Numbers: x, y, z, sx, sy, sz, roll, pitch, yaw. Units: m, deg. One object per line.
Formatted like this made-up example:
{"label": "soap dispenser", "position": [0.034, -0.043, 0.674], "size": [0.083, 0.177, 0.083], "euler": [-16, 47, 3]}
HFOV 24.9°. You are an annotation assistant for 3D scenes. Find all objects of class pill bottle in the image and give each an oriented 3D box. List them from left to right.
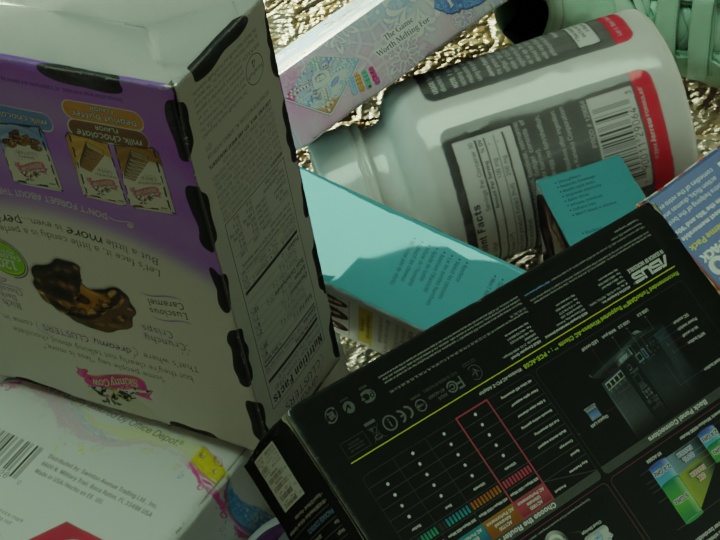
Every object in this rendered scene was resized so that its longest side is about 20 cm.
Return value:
{"label": "pill bottle", "position": [0.076, -0.064, 0.900], "size": [0.198, 0.111, 0.111], "euler": [-17, 42, -2]}

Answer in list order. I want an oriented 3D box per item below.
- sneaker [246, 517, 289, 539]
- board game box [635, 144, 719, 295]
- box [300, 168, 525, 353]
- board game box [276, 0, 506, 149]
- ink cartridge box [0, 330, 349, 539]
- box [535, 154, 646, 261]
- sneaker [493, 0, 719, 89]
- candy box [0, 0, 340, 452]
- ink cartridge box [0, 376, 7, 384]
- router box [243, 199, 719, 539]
{"label": "sneaker", "position": [-0.046, 0.174, 0.681], "size": [0.087, 0.074, 0.201], "euler": [-23, 27, 47]}
{"label": "board game box", "position": [0.237, 0.009, 0.694], "size": [0.151, 0.046, 0.200], "euler": [-35, 69, -9]}
{"label": "box", "position": [0.000, 0.000, 0.807], "size": [0.199, 0.082, 0.049], "euler": [25, 75, 7]}
{"label": "board game box", "position": [0.009, -0.138, 0.954], "size": [0.199, 0.044, 0.200], "euler": [-38, 11, -13]}
{"label": "ink cartridge box", "position": [-0.112, 0.102, 0.791], "size": [0.147, 0.086, 0.200], "euler": [19, 49, 31]}
{"label": "box", "position": [0.141, 0.038, 0.795], "size": [0.049, 0.083, 0.201], "euler": [-16, 41, -4]}
{"label": "sneaker", "position": [0.171, -0.139, 0.965], "size": [0.118, 0.074, 0.200], "euler": [-18, 27, -39]}
{"label": "candy box", "position": [-0.110, -0.029, 0.718], "size": [0.167, 0.201, 0.072], "euler": [13, 45, 27]}
{"label": "ink cartridge box", "position": [-0.267, 0.010, 0.885], "size": [0.198, 0.147, 0.083], "euler": [-11, 43, 4]}
{"label": "router box", "position": [0.078, 0.083, 0.627], "size": [0.199, 0.062, 0.150], "euler": [-27, 77, -30]}
